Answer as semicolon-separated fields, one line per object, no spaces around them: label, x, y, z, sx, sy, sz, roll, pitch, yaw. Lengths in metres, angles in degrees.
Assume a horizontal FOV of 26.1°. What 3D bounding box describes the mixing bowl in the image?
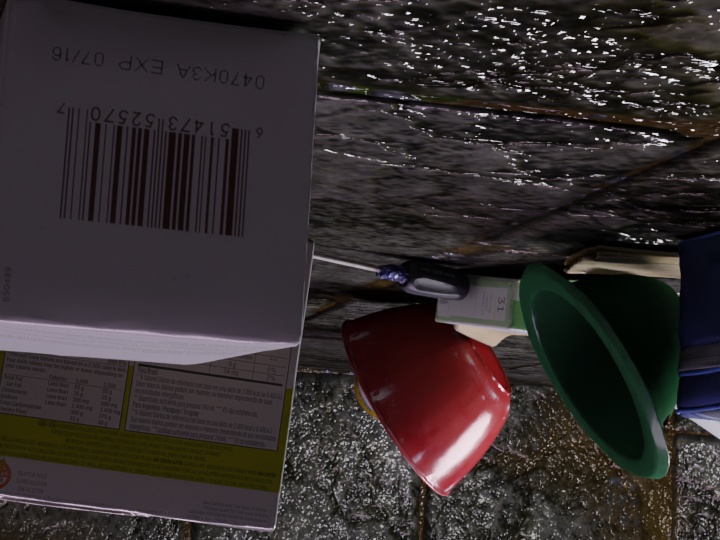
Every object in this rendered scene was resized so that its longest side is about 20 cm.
mixing bowl;0.078;0.107;1.528;0.108;0.201;0.200;-33;165;11

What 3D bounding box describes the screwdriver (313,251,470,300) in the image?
screwdriver;0.000;0.000;1.195;0.199;0.029;0.028;7;173;-31

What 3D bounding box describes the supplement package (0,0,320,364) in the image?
supplement package;-0.100;-0.026;0.630;0.116;0.118;0.200;5;173;-18

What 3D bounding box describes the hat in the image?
hat;0.223;0.029;1.085;0.175;0.166;0.200;-28;-163;-12

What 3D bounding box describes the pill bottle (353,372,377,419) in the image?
pill bottle;0.047;0.147;2.073;0.112;0.114;0.200;4;174;-3

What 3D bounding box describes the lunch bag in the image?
lunch bag;0.303;0.049;0.990;0.198;0.133;0.136;6;173;-13

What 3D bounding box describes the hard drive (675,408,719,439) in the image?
hard drive;0.347;0.131;1.713;0.199;0.026;0.132;34;177;7

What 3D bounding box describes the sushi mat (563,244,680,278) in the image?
sushi mat;0.251;-0.001;1.112;0.198;0.012;0.096;4;174;-5

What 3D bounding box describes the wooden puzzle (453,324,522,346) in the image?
wooden puzzle;0.201;0.044;1.458;0.198;0.038;0.185;-3;171;17

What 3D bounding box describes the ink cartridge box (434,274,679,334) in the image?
ink cartridge box;0.176;0.033;1.247;0.145;0.048;0.199;9;179;-34

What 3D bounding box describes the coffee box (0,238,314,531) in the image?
coffee box;-0.149;0.068;1.096;0.198;0.199;0.200;8;174;-7
